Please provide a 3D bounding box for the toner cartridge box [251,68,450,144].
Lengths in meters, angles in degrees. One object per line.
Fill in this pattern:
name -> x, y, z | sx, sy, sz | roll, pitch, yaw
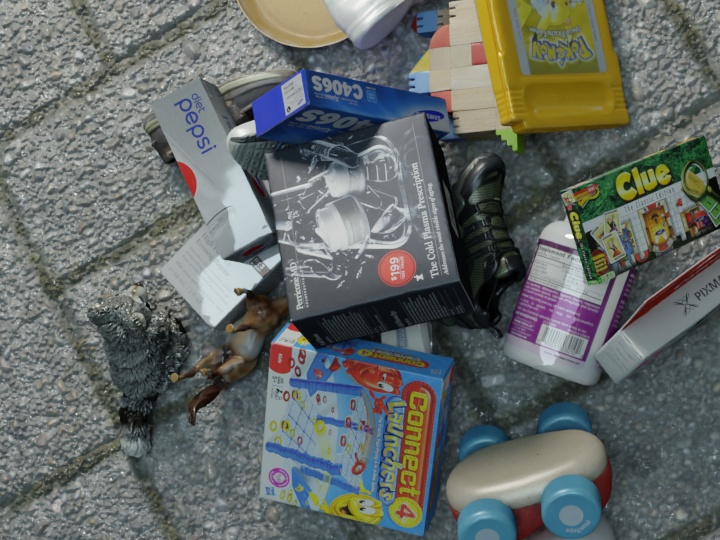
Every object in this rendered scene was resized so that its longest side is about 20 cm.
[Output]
toner cartridge box -> -0.008, -0.164, 1.580 | 0.095, 0.200, 0.043 | -24, 67, 46

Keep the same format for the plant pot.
plant pot -> -0.054, -0.358, 1.724 | 0.200, 0.027, 0.200 | -1, 86, 14

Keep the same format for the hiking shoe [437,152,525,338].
hiking shoe -> 0.146, -0.028, 1.620 | 0.101, 0.076, 0.200 | 16, 100, 37

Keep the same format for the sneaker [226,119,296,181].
sneaker -> -0.078, -0.157, 1.651 | 0.087, 0.200, 0.075 | 48, 128, 25

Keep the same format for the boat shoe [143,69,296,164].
boat shoe -> -0.156, -0.179, 1.721 | 0.200, 0.074, 0.073 | -19, 92, 20

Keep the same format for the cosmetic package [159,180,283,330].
cosmetic package -> -0.123, -0.033, 1.696 | 0.102, 0.074, 0.200 | 45, 98, 12

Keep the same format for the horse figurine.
horse figurine -> -0.140, 0.084, 1.678 | 0.050, 0.133, 0.200 | 41, 107, 20

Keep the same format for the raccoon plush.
raccoon plush -> -0.258, 0.116, 1.685 | 0.097, 0.134, 0.200 | -7, 85, 11

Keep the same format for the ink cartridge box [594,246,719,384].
ink cartridge box -> 0.347, 0.024, 1.497 | 0.200, 0.174, 0.044 | -34, 78, -18

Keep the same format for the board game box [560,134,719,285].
board game box -> 0.303, -0.066, 1.550 | 0.200, 0.023, 0.105 | -23, 96, -30

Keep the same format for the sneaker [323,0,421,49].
sneaker -> 0.047, -0.344, 1.660 | 0.200, 0.075, 0.088 | -39, 74, -10

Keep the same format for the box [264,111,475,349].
box -> 0.009, -0.040, 1.558 | 0.182, 0.104, 0.200 | -15, 67, 9

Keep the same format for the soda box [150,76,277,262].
soda box -> -0.158, -0.111, 1.641 | 0.068, 0.063, 0.200 | -27, 81, 11

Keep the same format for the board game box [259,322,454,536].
board game box -> -0.006, 0.177, 1.626 | 0.196, 0.056, 0.200 | 11, 113, 14

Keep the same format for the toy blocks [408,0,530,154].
toy blocks -> 0.117, -0.224, 1.651 | 0.137, 0.100, 0.200 | -4, 85, 25

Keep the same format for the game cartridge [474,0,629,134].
game cartridge -> 0.207, -0.250, 1.594 | 0.032, 0.176, 0.200 | -21, 79, 53

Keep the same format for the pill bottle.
pill bottle -> 0.235, 0.015, 1.589 | 0.112, 0.112, 0.200 | 20, 91, 14

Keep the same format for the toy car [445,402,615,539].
toy car -> 0.200, 0.281, 1.576 | 0.177, 0.184, 0.200 | -17, 111, 12

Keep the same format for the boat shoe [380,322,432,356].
boat shoe -> 0.051, 0.081, 1.647 | 0.072, 0.069, 0.200 | -5, 102, 22
